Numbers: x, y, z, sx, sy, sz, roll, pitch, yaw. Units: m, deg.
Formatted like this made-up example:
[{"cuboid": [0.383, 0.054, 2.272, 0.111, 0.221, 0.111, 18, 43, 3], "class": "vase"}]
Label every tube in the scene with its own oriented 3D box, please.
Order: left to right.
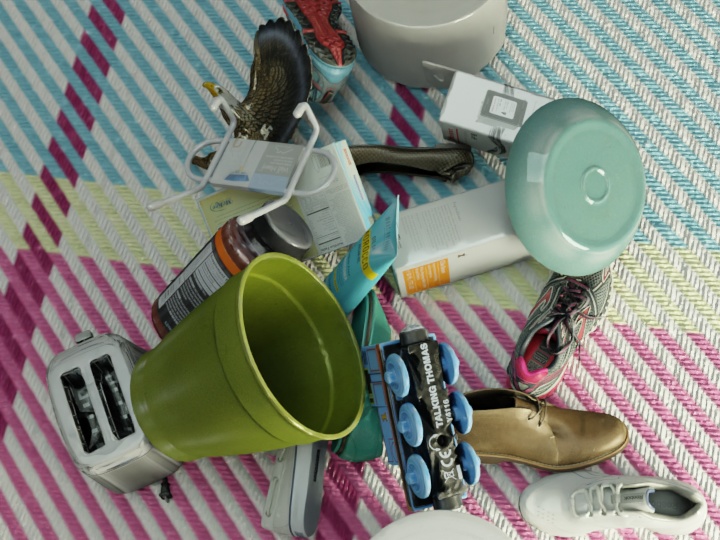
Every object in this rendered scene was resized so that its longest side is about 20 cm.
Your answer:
[{"cuboid": [0.000, 0.000, 1.158, 0.050, 0.200, 0.078, 11, 57, -22], "class": "tube"}]

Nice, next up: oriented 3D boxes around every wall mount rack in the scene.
[{"cuboid": [-0.134, -0.111, 1.140, 0.200, 0.075, 0.174, 9, 61, 26], "class": "wall mount rack"}]

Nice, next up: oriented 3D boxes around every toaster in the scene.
[{"cuboid": [-0.275, 0.165, 1.170, 0.114, 0.129, 0.200, -23, 69, -1], "class": "toaster"}]

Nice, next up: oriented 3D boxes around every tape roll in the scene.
[{"cuboid": [0.085, -0.352, 1.307, 0.202, 0.139, 0.203, -2, 70, 5], "class": "tape roll"}, {"cuboid": [0.084, 0.352, 1.051, 0.202, 0.139, 0.203, -3, 69, 7], "class": "tape roll"}]

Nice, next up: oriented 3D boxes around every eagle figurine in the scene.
[{"cuboid": [-0.126, -0.201, 1.277, 0.152, 0.151, 0.200, 34, 84, 28], "class": "eagle figurine"}]

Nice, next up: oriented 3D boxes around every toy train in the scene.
[{"cuboid": [0.065, 0.158, 1.108, 0.087, 0.114, 0.200, -11, 86, -21], "class": "toy train"}]

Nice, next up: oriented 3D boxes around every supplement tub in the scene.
[{"cuboid": [-0.142, 0.011, 1.181, 0.200, 0.107, 0.107, -44, 67, 24], "class": "supplement tub"}]

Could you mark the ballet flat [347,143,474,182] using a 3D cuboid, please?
[{"cuboid": [0.040, -0.129, 1.282, 0.200, 0.067, 0.046, -1, 86, 2], "class": "ballet flat"}]

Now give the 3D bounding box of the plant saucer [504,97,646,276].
[{"cuboid": [0.250, -0.094, 1.149, 0.200, 0.036, 0.200, -1, 91, -29], "class": "plant saucer"}]

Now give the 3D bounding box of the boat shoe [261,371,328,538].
[{"cuboid": [-0.083, 0.195, 1.173, 0.086, 0.075, 0.202, 2, 76, 18], "class": "boat shoe"}]

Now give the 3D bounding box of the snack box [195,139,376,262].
[{"cuboid": [-0.087, -0.064, 1.218, 0.200, 0.037, 0.116, -19, 94, 26], "class": "snack box"}]

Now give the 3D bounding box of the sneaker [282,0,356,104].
[{"cuboid": [-0.066, -0.289, 1.341, 0.079, 0.096, 0.200, 5, 41, -18], "class": "sneaker"}]

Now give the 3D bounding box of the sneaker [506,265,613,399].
[{"cuboid": [0.232, 0.055, 1.179, 0.081, 0.075, 0.200, 23, 73, 15], "class": "sneaker"}]

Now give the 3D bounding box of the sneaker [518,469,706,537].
[{"cuboid": [0.268, 0.241, 1.098, 0.200, 0.087, 0.075, -4, 71, 7], "class": "sneaker"}]

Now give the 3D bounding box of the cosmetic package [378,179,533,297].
[{"cuboid": [0.128, -0.042, 1.214, 0.200, 0.101, 0.071, -17, 69, 1], "class": "cosmetic package"}]

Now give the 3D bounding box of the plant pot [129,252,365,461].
[{"cuboid": [-0.131, 0.110, 1.088, 0.193, 0.200, 0.201, -25, 66, 27], "class": "plant pot"}]

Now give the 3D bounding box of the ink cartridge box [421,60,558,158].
[{"cuboid": [0.161, -0.180, 1.241, 0.200, 0.116, 0.067, 18, 89, 8], "class": "ink cartridge box"}]

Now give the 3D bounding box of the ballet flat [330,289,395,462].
[{"cuboid": [0.016, 0.124, 1.193, 0.070, 0.067, 0.200, 14, 70, -14], "class": "ballet flat"}]

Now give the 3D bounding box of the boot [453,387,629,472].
[{"cuboid": [0.194, 0.169, 1.132, 0.200, 0.076, 0.074, -1, 39, 4], "class": "boot"}]
